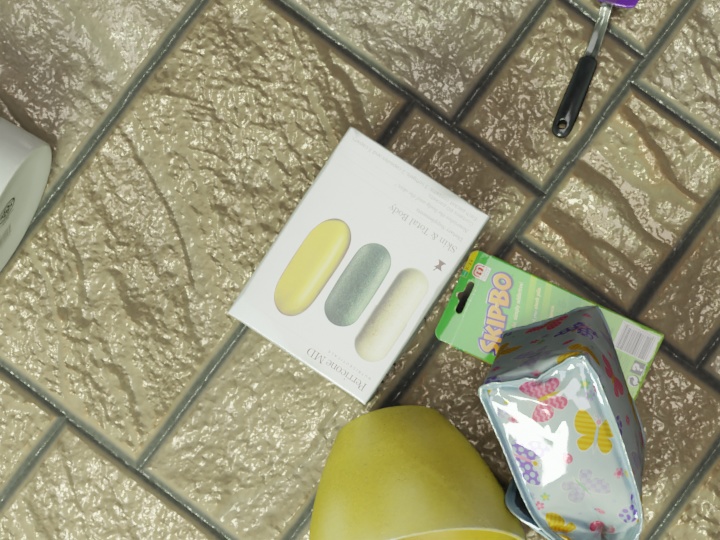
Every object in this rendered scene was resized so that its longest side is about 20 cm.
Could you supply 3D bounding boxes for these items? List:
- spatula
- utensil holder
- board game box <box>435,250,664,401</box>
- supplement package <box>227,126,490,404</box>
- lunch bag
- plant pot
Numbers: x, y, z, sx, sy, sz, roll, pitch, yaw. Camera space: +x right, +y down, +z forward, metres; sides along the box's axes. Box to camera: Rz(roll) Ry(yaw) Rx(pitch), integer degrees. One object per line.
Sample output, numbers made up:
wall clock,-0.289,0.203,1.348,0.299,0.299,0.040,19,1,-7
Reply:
spatula,0.228,-0.221,1.489,0.056,0.021,0.200,20,89,15
utensil holder,-0.412,-0.093,1.425,0.200,0.170,0.170,26,87,2
board game box,0.179,0.063,1.466,0.200,0.030,0.096,25,88,1
supplement package,0.000,0.000,1.414,0.152,0.151,0.200,33,87,3
lunch bag,0.190,0.155,1.372,0.127,0.170,0.200,-21,100,17
plant pot,0.041,0.207,1.393,0.200,0.200,0.142,-11,61,1
